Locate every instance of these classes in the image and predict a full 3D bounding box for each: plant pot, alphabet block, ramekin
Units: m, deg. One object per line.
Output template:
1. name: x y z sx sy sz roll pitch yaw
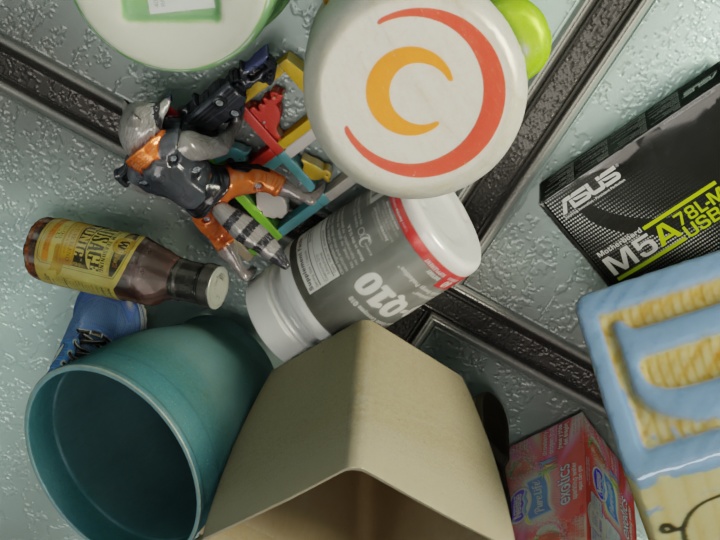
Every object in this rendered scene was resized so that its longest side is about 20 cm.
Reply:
1. plant pot: 0.003 0.167 1.310 0.199 0.179 0.199 32 134 -32
2. alphabet block: 0.312 0.124 1.282 0.193 0.198 0.201 -17 139 11
3. plant pot: -0.178 0.138 1.390 0.198 0.188 0.202 15 121 26
4. ramekin: -0.148 -0.263 1.219 0.197 0.098 0.202 4 121 6

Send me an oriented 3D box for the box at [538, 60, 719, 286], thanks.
1. box: 0.291 -0.053 1.309 0.199 0.048 0.193 -33 114 24

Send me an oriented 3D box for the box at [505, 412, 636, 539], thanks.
1. box: 0.199 0.246 1.407 0.094 0.201 0.103 -29 115 22

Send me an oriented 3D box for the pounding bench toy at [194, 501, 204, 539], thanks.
1. pounding bench toy: -0.091 0.263 1.460 0.123 0.201 0.157 -26 113 21

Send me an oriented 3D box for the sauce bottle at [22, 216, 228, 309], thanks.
1. sauce bottle: -0.216 -0.004 1.373 0.198 0.066 0.067 10 123 21

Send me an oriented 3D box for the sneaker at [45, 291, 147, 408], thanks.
1. sneaker: -0.267 0.097 1.454 0.078 0.089 0.201 21 119 -5

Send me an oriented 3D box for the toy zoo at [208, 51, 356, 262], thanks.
1. toy zoo: -0.073 -0.109 1.345 0.199 0.021 0.131 -35 110 24

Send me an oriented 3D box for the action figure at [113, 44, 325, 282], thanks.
1. action figure: -0.123 -0.094 1.291 0.193 0.105 0.200 33 123 -23

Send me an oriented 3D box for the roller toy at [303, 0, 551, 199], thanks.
1. roller toy: 0.041 -0.165 1.226 0.198 0.140 0.184 17 111 -7

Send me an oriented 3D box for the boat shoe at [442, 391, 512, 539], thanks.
1. boat shoe: 0.099 0.207 1.401 0.068 0.201 0.072 -24 120 27

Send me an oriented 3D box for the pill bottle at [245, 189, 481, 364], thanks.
1. pill bottle: 0.000 0.000 1.343 0.199 0.114 0.114 -33 111 24
